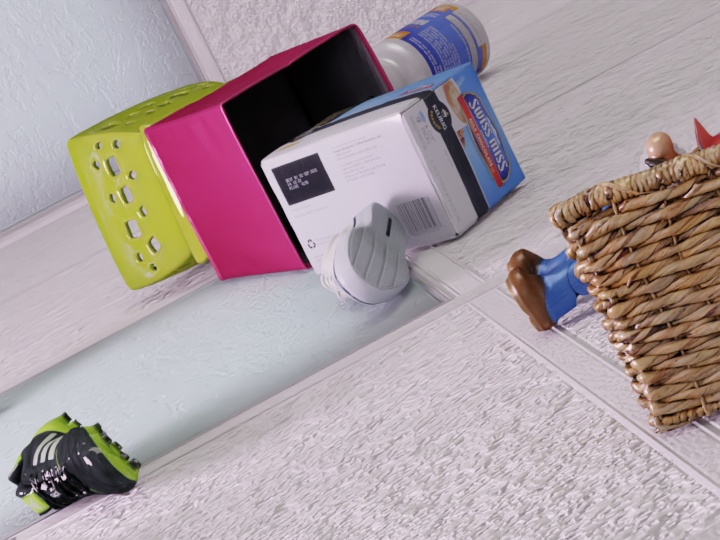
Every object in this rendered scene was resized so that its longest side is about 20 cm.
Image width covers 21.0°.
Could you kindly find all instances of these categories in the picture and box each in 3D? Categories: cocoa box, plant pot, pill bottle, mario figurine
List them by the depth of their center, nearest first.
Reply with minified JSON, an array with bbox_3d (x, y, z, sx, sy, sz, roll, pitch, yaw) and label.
[{"bbox_3d":[0.188,-0.048,1.383,0.199,0.106,0.124,-33,45,11],"label":"mario figurine"},{"bbox_3d":[0.032,-0.098,1.893,0.199,0.134,0.131,-16,15,43],"label":"cocoa box"},{"bbox_3d":[-0.190,-0.110,2.261,0.198,0.201,0.181,-29,11,-36],"label":"plant pot"},{"bbox_3d":[0.076,-0.273,2.618,0.112,0.113,0.200,-13,17,49],"label":"pill bottle"}]

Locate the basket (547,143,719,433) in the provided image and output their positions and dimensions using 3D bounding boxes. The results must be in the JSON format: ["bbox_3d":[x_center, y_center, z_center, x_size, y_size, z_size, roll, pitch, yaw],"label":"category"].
[{"bbox_3d":[0.231,-0.024,1.090,0.199,0.150,0.143,-22,13,29],"label":"basket"}]

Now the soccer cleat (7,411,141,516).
[{"bbox_3d":[-0.231,0.163,1.555,0.081,0.068,0.200,-49,16,-15],"label":"soccer cleat"}]

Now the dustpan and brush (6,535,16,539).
[{"bbox_3d":[-0.323,0.262,1.354,0.199,0.058,0.140,-22,9,-8],"label":"dustpan and brush"}]

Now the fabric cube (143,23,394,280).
[{"bbox_3d":[-0.077,-0.123,2.102,0.199,0.197,0.199,-34,12,-28],"label":"fabric cube"}]

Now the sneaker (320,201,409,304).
[{"bbox_3d":[0.000,0.000,1.744,0.071,0.073,0.200,-46,4,16],"label":"sneaker"}]
